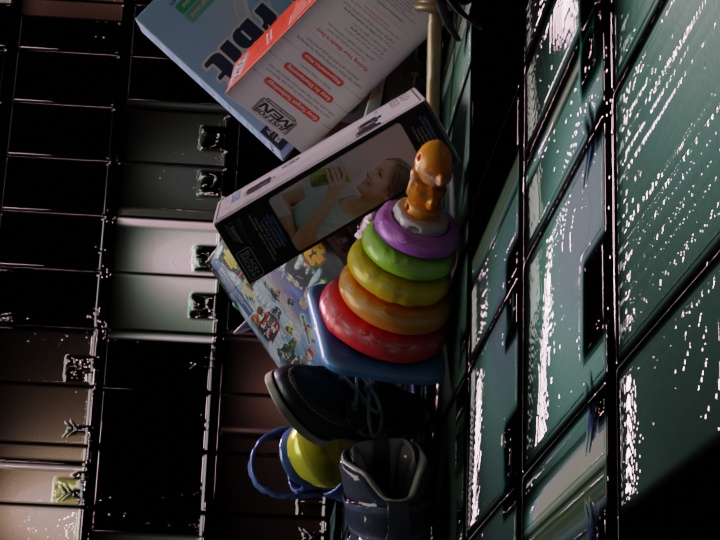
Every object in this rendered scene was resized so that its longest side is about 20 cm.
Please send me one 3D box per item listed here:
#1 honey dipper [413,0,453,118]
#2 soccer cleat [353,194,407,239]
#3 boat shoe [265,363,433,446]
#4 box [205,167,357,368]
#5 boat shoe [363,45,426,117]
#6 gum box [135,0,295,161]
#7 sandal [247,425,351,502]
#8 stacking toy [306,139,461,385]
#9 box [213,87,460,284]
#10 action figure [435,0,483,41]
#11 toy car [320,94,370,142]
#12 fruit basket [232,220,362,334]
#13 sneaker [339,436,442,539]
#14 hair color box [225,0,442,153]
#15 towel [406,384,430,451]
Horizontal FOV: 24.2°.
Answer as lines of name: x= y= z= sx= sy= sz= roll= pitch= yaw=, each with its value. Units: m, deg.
honey dipper: x=0.063 y=-0.171 z=1.455 sx=0.038 sy=0.038 sz=0.201 roll=-101 pitch=12 yaw=-78
soccer cleat: x=0.000 y=0.000 z=1.512 sx=0.067 sy=0.081 sz=0.201 roll=-37 pitch=-40 yaw=-62
boat shoe: x=-0.005 y=0.110 z=1.377 sx=0.200 sy=0.062 sz=0.075 roll=31 pitch=-146 yaw=-52
box: x=-0.043 y=0.025 z=1.495 sx=0.200 sy=0.040 sz=0.137 roll=53 pitch=129 yaw=17
boat shoe: x=0.037 y=-0.156 z=1.578 sx=0.202 sy=0.060 sz=0.072 roll=-76 pitch=2 yaw=-48
gum box: x=-0.092 y=-0.238 z=1.660 sx=0.170 sy=0.200 sz=0.045 roll=-46 pitch=-7 yaw=-5
sandal: x=-0.029 y=0.168 z=1.466 sx=0.200 sy=0.087 sz=0.080 roll=27 pitch=-130 yaw=-56
stacking toy: x=0.037 y=-0.016 z=1.319 sx=0.116 sy=0.109 sz=0.201 roll=-107 pitch=29 yaw=-53
box: x=-0.021 y=-0.073 z=1.389 sx=0.060 sy=0.199 sz=0.117 roll=60 pitch=-176 yaw=-11
action figure: x=0.050 y=-0.266 z=1.168 sx=0.119 sy=0.101 sz=0.201 roll=153 pitch=122 yaw=-73
toy car: x=-0.002 y=-0.224 z=1.724 sx=0.158 sy=0.163 sz=0.201 roll=-96 pitch=22 yaw=-71
fruit basket: x=-0.029 y=-0.014 z=1.711 sx=0.094 sy=0.200 sz=0.185 roll=51 pitch=-159 yaw=0
sneaker: x=0.018 y=0.203 z=1.388 sx=0.202 sy=0.076 sz=0.147 roll=-155 pitch=58 yaw=-77
hair color box: x=-0.022 y=-0.208 z=1.533 sx=0.200 sy=0.101 sz=0.061 roll=-41 pitch=23 yaw=31
towel: x=0.048 y=0.106 z=1.550 sx=0.145 sy=0.024 sz=0.201 roll=-105 pitch=18 yaw=-83
